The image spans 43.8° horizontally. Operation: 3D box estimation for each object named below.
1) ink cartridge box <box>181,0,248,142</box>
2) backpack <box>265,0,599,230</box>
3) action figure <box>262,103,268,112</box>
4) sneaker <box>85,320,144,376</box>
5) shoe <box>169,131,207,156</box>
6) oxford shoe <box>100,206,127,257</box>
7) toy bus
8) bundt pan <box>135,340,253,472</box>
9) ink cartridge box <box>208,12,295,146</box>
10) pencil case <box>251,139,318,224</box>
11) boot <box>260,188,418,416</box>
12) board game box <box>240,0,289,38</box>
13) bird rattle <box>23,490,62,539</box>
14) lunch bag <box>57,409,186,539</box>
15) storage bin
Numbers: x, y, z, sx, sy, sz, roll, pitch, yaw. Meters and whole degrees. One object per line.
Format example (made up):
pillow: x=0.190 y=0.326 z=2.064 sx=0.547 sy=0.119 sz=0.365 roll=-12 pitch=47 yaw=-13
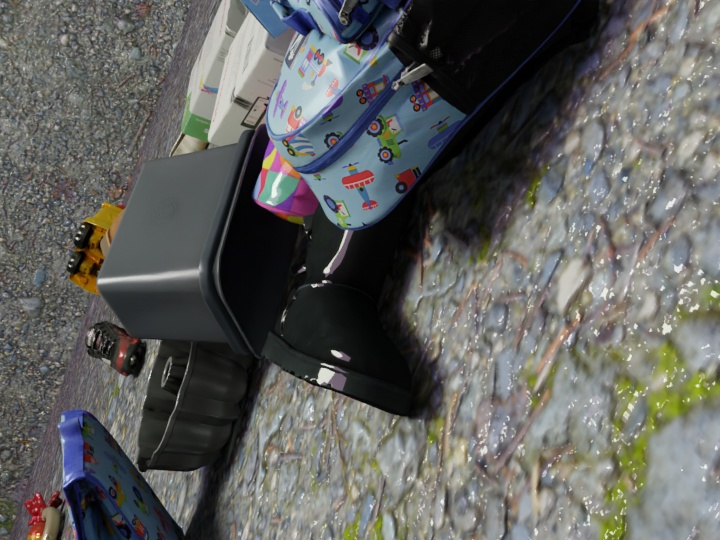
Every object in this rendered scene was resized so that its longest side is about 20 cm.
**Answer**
ink cartridge box: x=-0.190 y=-0.307 z=1.326 sx=0.201 sy=0.083 sz=0.147 roll=-52 pitch=28 yaw=44
backpack: x=0.012 y=-0.136 z=0.534 sx=0.201 sy=0.134 sz=0.183 roll=-49 pitch=28 yaw=16
action figure: x=-0.069 y=-0.144 z=0.914 sx=0.200 sy=0.051 sz=0.067 roll=-153 pitch=46 yaw=-71
sneaker: x=-0.445 y=0.138 z=1.607 sx=0.072 sy=0.097 sz=0.200 roll=-70 pitch=21 yaw=-1
shoe: x=-0.281 y=-0.265 z=1.573 sx=0.202 sy=0.053 sz=0.070 roll=-60 pitch=23 yaw=30
oxford shoe: x=-0.218 y=-0.014 z=0.924 sx=0.072 sy=0.071 sz=0.200 roll=-58 pitch=41 yaw=14
toy bus: x=-0.621 y=-0.068 z=2.213 sx=0.193 sy=0.134 sz=0.202 roll=-79 pitch=14 yaw=-55
bundt pan: x=-0.167 y=0.114 z=0.930 sx=0.202 sy=0.075 sz=0.205 roll=-51 pitch=29 yaw=45
ink cartridge box: x=-0.097 y=-0.239 z=1.026 sx=0.200 sy=0.083 sz=0.148 roll=-40 pitch=37 yaw=56
pencil case: x=-0.031 y=-0.139 z=0.772 sx=0.088 sy=0.087 sz=0.204 roll=19 pitch=92 yaw=70
boot: x=0.001 y=0.000 z=0.606 sx=0.165 sy=0.072 sz=0.198 roll=-68 pitch=22 yaw=-5
board game box: x=-0.026 y=-0.342 z=0.850 sx=0.198 sy=0.056 sz=0.198 roll=-32 pitch=37 yaw=20
bird rattle: x=-0.679 y=0.569 z=1.918 sx=0.162 sy=0.112 sz=0.202 roll=-23 pitch=38 yaw=49
lunch bag: x=-0.234 y=0.228 z=0.848 sx=0.151 sy=0.093 sz=0.203 roll=-139 pitch=29 yaw=-68
storage bin: x=-0.145 y=-0.020 z=0.828 sx=0.147 sy=0.132 sz=0.202 roll=68 pitch=-155 yaw=-46
